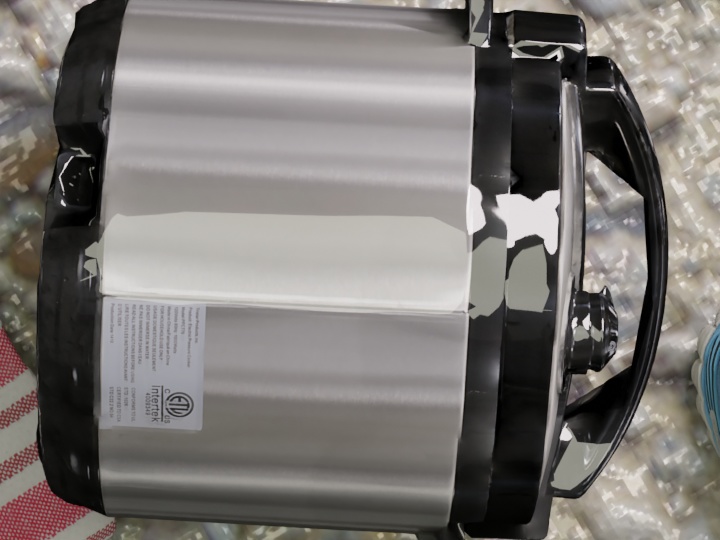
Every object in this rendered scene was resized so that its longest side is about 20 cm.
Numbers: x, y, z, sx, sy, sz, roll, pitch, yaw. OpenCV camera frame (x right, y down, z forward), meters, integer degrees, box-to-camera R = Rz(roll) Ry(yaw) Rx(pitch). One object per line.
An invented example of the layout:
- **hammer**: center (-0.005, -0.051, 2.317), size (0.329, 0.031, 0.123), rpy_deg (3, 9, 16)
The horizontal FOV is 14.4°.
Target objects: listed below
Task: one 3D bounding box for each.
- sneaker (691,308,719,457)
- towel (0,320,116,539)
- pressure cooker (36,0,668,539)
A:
- **sneaker**: center (0.169, 0.103, 0.967), size (0.078, 0.090, 0.201), rpy_deg (-27, 90, 3)
- **towel**: center (-0.187, 0.039, 0.974), size (0.146, 0.030, 0.200), rpy_deg (-29, 84, -39)
- **pressure cooker**: center (0.000, 0.002, 0.928), size (0.199, 0.176, 0.179), rpy_deg (2, 62, 1)
